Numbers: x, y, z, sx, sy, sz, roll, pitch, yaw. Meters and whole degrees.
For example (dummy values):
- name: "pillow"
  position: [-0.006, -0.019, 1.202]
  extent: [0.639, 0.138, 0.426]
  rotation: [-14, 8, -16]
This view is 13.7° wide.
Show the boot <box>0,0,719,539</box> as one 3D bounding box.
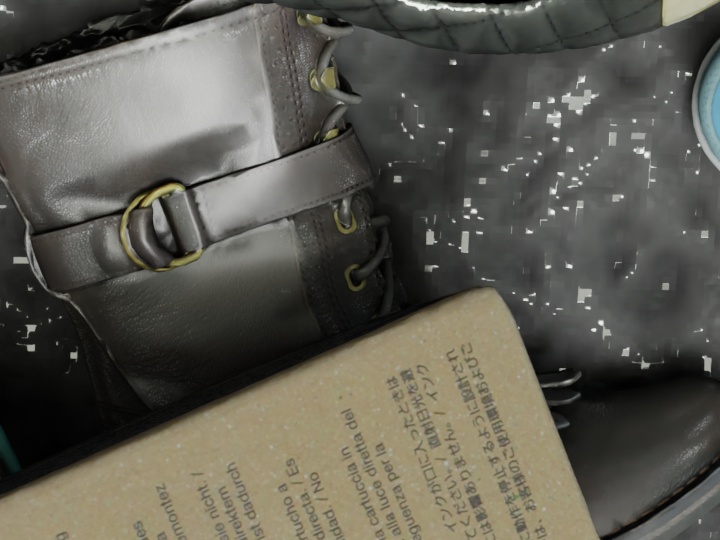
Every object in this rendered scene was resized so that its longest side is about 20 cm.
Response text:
- name: "boot"
  position: [0.000, 0.000, 0.790]
  extent: [0.199, 0.069, 0.175]
  rotation: [-13, 102, -6]

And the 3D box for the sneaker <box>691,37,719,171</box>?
- name: "sneaker"
  position: [0.157, -0.038, 0.717]
  extent: [0.199, 0.130, 0.080]
  rotation: [5, 94, 28]

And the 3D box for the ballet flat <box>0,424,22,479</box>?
- name: "ballet flat"
  position: [-0.104, 0.091, 0.809]
  extent: [0.062, 0.067, 0.201]
  rotation: [-34, 109, -17]

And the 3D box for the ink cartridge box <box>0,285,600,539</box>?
- name: "ink cartridge box"
  position: [-0.010, 0.127, 0.711]
  extent: [0.164, 0.075, 0.201]
  rotation: [-22, 92, -20]

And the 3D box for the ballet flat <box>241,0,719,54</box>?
- name: "ballet flat"
  position: [0.004, -0.091, 0.737]
  extent: [0.199, 0.057, 0.067]
  rotation: [5, 84, -2]
